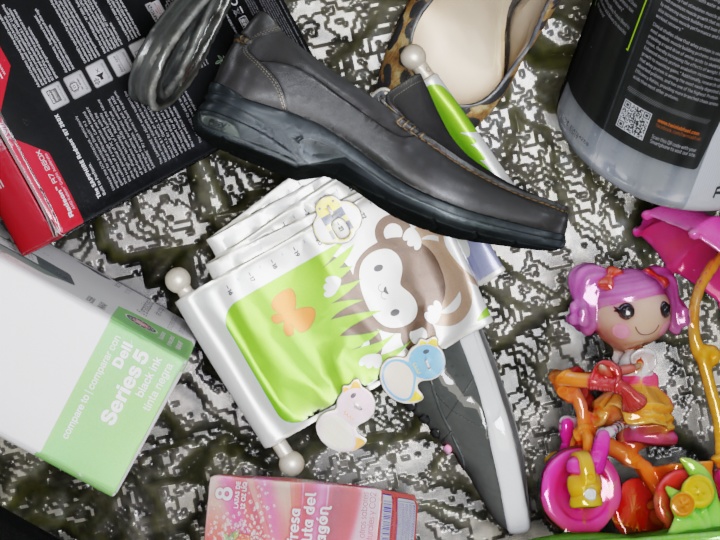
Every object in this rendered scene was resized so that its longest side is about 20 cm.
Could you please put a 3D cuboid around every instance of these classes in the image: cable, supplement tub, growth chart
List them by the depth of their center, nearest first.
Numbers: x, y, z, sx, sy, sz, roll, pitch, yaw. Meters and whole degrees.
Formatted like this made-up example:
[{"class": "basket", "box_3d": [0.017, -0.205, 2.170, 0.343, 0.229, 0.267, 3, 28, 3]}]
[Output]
[{"class": "cable", "box_3d": [-0.050, -0.162, 1.443, 0.050, 0.097, 0.200, 25, 51, 8]}, {"class": "supplement tub", "box_3d": [0.184, -0.141, 1.446, 0.122, 0.123, 0.201, 16, 125, -3]}, {"class": "growth chart", "box_3d": [0.000, 0.000, 1.479, 0.200, 0.018, 0.145, -41, 89, 4]}]

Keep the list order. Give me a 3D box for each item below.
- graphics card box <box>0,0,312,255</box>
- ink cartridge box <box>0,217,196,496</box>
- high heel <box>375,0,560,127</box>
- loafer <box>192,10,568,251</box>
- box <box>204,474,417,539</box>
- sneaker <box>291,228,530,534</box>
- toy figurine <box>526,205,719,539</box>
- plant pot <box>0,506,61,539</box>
[{"class": "graphics card box", "box_3d": [-0.122, -0.106, 1.460, 0.200, 0.051, 0.126, -32, 95, -36]}, {"class": "ink cartridge box", "box_3d": [-0.191, 0.025, 1.470, 0.199, 0.146, 0.084, 29, 94, -3]}, {"class": "high heel", "box_3d": [0.063, -0.131, 1.471, 0.071, 0.143, 0.200, 35, 92, -3]}, {"class": "loafer", "box_3d": [0.018, -0.067, 1.431, 0.199, 0.073, 0.073, 22, 85, -6]}, {"class": "box", "box_3d": [-0.031, 0.210, 1.476, 0.094, 0.103, 0.201, 4, 85, 14]}, {"class": "sneaker", "box_3d": [0.023, 0.058, 1.522, 0.099, 0.071, 0.201, -21, 90, 3]}, {"class": "toy figurine", "box_3d": [0.159, 0.058, 1.493, 0.199, 0.150, 0.185, -2, 82, -18]}, {"class": "plant pot", "box_3d": [-0.197, 0.246, 1.469, 0.199, 0.177, 0.200, 29, 92, -2]}]
